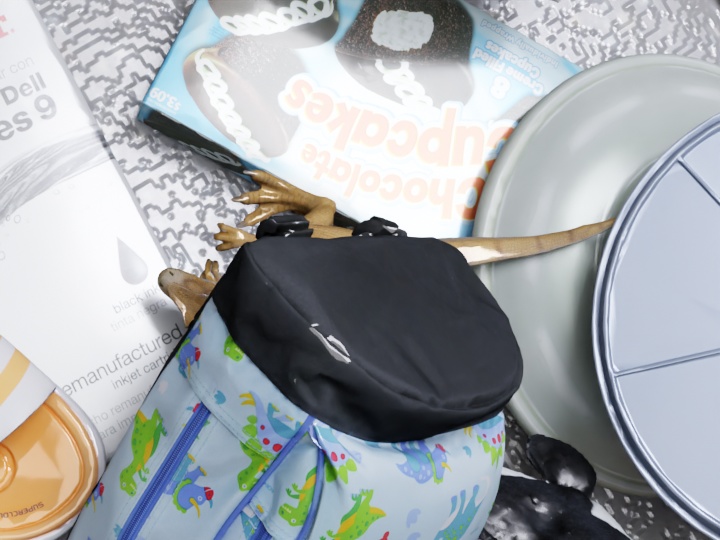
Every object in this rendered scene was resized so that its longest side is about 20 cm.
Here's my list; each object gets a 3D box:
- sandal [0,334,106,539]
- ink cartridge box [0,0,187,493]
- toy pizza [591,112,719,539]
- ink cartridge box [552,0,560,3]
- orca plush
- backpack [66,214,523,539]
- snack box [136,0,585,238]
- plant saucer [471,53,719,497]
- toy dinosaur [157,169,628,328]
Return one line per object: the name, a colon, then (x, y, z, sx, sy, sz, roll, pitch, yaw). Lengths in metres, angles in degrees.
sandal: (-0.188, 0.032, 0.776, 0.206, 0.059, 0.079, 39, 78, -3)
ink cartridge box: (-0.164, -0.001, 0.859, 0.145, 0.084, 0.201, -28, 88, -14)
toy pizza: (0.195, 0.024, 0.851, 0.198, 0.032, 0.203, -1, 82, 7)
ink cartridge box: (0.021, -0.235, 0.869, 0.199, 0.147, 0.146, 24, 77, 17)
orca plush: (0.045, 0.098, 0.865, 0.200, 0.071, 0.105, 42, 81, 15)
backpack: (-0.032, 0.094, 0.784, 0.200, 0.163, 0.154, -42, 70, 23)
snack box: (0.012, -0.073, 0.934, 0.199, 0.037, 0.117, 28, 78, -7)
plant saucer: (0.146, 0.001, 0.921, 0.198, 0.050, 0.202, 1, 88, -24)
toy dinosaur: (0.000, 0.000, 0.870, 0.198, 0.106, 0.061, -14, 123, -28)
